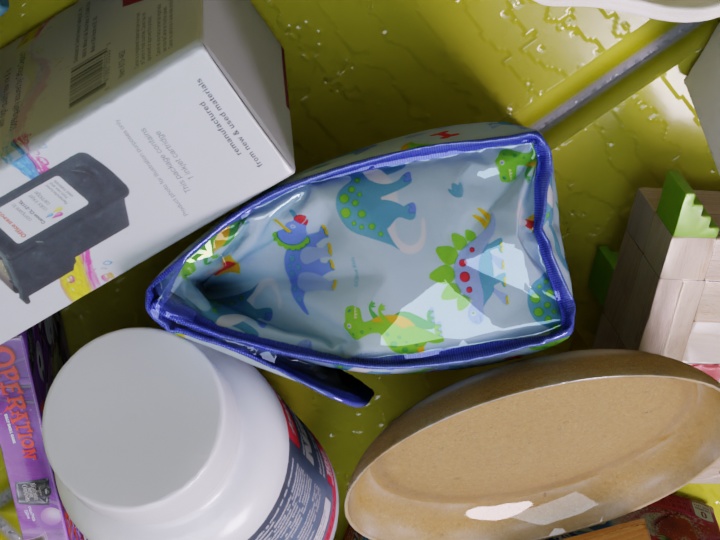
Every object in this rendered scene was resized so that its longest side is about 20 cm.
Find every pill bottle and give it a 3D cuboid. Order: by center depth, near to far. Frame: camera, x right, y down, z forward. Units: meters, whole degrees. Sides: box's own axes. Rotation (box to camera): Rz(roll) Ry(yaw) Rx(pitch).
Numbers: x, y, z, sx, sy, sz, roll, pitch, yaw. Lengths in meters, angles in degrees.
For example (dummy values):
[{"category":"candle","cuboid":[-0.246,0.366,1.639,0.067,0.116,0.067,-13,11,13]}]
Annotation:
[{"category":"pill bottle","cuboid":[-0.086,0.099,1.328,0.119,0.120,0.200,-18,160,5]}]

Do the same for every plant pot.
[{"category":"plant pot","cuboid":[0.087,0.086,1.297,0.200,0.028,0.200,-10,153,-5]}]

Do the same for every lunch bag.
[{"category":"lunch bag","cuboid":[0.000,0.000,1.292,0.200,0.170,0.128,-8,90,2]}]

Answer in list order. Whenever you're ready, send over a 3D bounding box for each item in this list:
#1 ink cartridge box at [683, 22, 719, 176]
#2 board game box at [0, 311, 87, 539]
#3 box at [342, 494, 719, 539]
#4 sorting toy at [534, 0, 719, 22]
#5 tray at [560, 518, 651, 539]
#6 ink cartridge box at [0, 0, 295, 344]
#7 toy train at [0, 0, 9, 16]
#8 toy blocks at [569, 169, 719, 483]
[{"category":"ink cartridge box","cuboid":[0.271,-0.052,1.312,0.200,0.146,0.085,28,114,-18]},{"category":"board game box","cuboid":[-0.162,0.089,1.370,0.032,0.120,0.200,-5,120,6]},{"category":"box","cuboid":[0.095,0.169,1.450,0.200,0.096,0.100,16,118,-13]},{"category":"sorting toy","cuboid":[0.090,-0.182,1.184,0.200,0.180,0.107,5,135,-27]},{"category":"tray","cuboid":[0.066,0.203,1.391,0.200,0.037,0.099,-15,120,7]},{"category":"ink cartridge box","cuboid":[-0.138,-0.059,1.275,0.200,0.146,0.083,-30,117,12]},{"category":"toy train","cuboid":[-0.274,-0.104,1.259,0.200,0.056,0.150,-35,87,16]},{"category":"toy blocks","cuboid":[0.198,0.036,1.397,0.136,0.100,0.200,2,120,-19]}]
